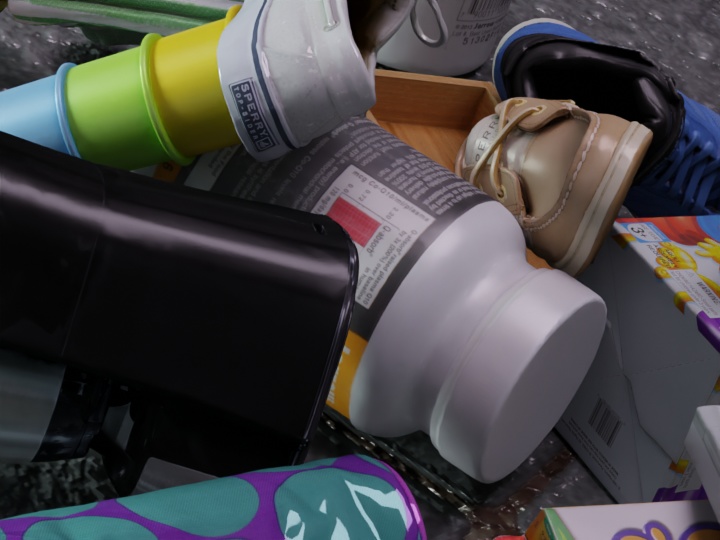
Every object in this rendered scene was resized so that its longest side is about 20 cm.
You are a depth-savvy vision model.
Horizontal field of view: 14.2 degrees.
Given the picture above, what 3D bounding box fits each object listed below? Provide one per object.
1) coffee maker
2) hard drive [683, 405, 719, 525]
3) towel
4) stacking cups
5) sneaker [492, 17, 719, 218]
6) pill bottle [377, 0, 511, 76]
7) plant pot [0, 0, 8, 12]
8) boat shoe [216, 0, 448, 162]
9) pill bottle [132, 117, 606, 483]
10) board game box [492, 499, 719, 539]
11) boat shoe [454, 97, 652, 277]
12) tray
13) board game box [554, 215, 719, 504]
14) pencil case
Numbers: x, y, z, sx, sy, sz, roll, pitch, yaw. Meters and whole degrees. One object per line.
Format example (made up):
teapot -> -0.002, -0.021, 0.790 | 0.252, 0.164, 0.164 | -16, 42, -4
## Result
coffee maker -> -0.104, -0.001, 1.109 | 0.199, 0.193, 0.135 | 14, 30, -14
hard drive -> 0.207, 0.122, 1.103 | 0.131, 0.026, 0.200 | 14, 23, -14
towel -> -0.078, -0.114, 1.370 | 0.152, 0.024, 0.200 | 8, 1, 6
stacking cups -> -0.132, -0.056, 1.221 | 0.199, 0.061, 0.061 | -16, 24, 18
sneaker -> 0.153, -0.054, 1.443 | 0.200, 0.077, 0.111 | 37, 9, -4
pill bottle -> 0.050, -0.217, 1.562 | 0.114, 0.201, 0.115 | 17, 30, -10
plant pot -> -0.231, -0.180, 1.355 | 0.142, 0.200, 0.200 | 28, 17, -47
boat shoe -> -0.002, -0.113, 1.190 | 0.086, 0.075, 0.202 | -17, 20, 14
pill bottle -> 0.000, 0.000, 1.255 | 0.200, 0.117, 0.116 | 34, 31, 20
board game box -> 0.153, 0.136, 1.154 | 0.199, 0.030, 0.096 | -2, 53, -25
boat shoe -> 0.078, -0.043, 1.290 | 0.069, 0.074, 0.200 | 28, -6, -5
tray -> 0.057, -0.030, 1.427 | 0.098, 0.037, 0.200 | 5, 35, -29
board game box -> 0.197, 0.042, 1.332 | 0.199, 0.103, 0.105 | -2, 38, -37
pencil case -> -0.070, 0.120, 1.027 | 0.199, 0.086, 0.092 | -9, 19, -34
